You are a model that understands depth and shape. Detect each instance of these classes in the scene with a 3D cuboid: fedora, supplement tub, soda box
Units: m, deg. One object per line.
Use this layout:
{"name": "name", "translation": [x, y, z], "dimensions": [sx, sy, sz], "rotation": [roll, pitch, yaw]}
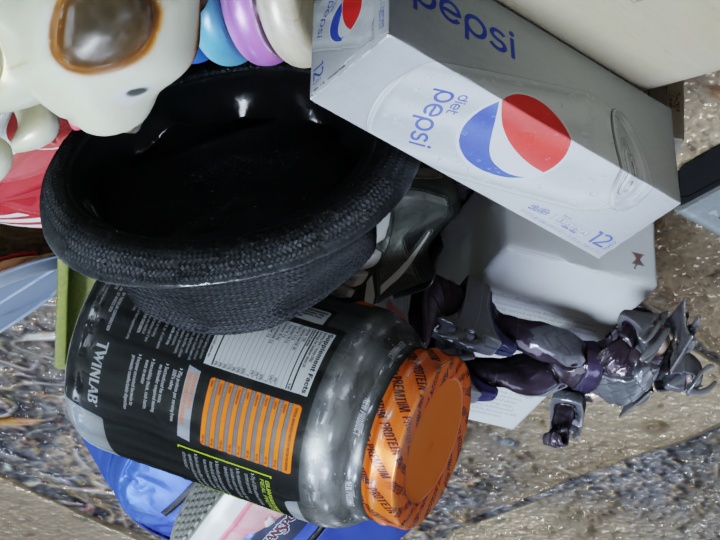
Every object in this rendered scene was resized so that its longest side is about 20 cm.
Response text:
{"name": "fedora", "translation": [-0.062, -0.029, 1.334], "dimensions": [0.200, 0.201, 0.092], "rotation": [-3, 133, 10]}
{"name": "supplement tub", "translation": [-0.049, 0.065, 1.392], "dimensions": [0.199, 0.123, 0.123], "rotation": [18, 154, 22]}
{"name": "soda box", "translation": [0.070, -0.084, 1.298], "dimensions": [0.200, 0.069, 0.063], "rotation": [28, 135, -30]}

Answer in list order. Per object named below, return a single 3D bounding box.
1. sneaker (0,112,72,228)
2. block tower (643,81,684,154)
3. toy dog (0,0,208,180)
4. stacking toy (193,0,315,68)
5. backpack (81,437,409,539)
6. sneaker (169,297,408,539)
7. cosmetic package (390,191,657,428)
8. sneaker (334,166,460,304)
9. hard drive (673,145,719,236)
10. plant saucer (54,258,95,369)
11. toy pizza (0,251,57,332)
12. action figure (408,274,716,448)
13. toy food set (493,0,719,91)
{"name": "sneaker", "translation": [-0.162, -0.083, 1.466], "dimensions": [0.199, 0.079, 0.115], "rotation": [-19, 160, 29]}
{"name": "block tower", "translation": [0.076, -0.092, 1.423], "dimensions": [0.199, 0.054, 0.058], "rotation": [8, 149, -6]}
{"name": "toy dog", "translation": [-0.172, -0.138, 1.272], "dimensions": [0.199, 0.195, 0.139], "rotation": [20, -167, 14]}
{"name": "stacking toy", "translation": [-0.113, -0.143, 1.348], "dimensions": [0.199, 0.086, 0.085], "rotation": [-2, 149, 22]}
{"name": "backpack", "translation": [-0.067, 0.115, 1.655], "dimensions": [0.200, 0.168, 0.163], "rotation": [37, 95, -34]}
{"name": "sneaker", "translation": [-0.019, 0.115, 1.539], "dimensions": [0.105, 0.200, 0.075], "rotation": [41, 174, -16]}
{"name": "cosmetic package", "translation": [0.092, 0.016, 1.579], "dimensions": [0.101, 0.072, 0.200], "rotation": [14, 147, -19]}
{"name": "sneaker", "translation": [0.000, 0.000, 1.468], "dimensions": [0.090, 0.067, 0.200], "rotation": [-6, 153, -27]}
{"name": "hard drive", "translation": [0.303, -0.035, 1.515], "dimensions": [0.199, 0.033, 0.139], "rotation": [25, 142, -32]}
{"name": "plant saucer", "translation": [-0.087, -0.022, 1.502], "dimensions": [0.199, 0.048, 0.200], "rotation": [-13, 157, -13]}
{"name": "toy pizza", "translation": [-0.269, 0.032, 1.593], "dimensions": [0.200, 0.032, 0.200], "rotation": [-29, 174, -3]}
{"name": "action figure", "translation": [0.118, 0.057, 1.513], "dimensions": [0.199, 0.070, 0.130], "rotation": [7, 139, -16]}
{"name": "toy food set", "translation": [0.140, -0.161, 1.268], "dimensions": [0.143, 0.061, 0.200], "rotation": [-12, 145, 43]}
